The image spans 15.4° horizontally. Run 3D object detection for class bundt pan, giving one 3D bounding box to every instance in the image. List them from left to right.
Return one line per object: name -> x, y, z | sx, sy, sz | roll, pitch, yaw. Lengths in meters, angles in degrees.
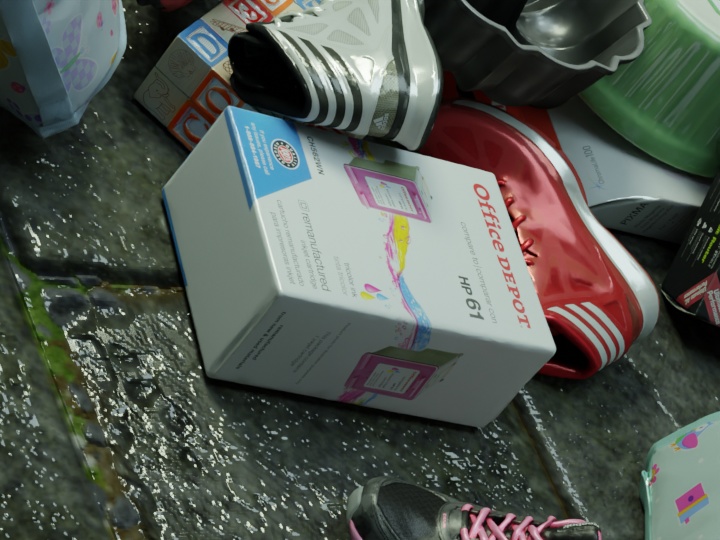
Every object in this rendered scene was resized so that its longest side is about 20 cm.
bundt pan -> 0.086, -0.186, 1.715 | 0.201, 0.076, 0.203 | 24, 42, -24

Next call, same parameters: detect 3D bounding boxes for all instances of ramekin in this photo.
ramekin -> 0.229, -0.171, 1.838 | 0.199, 0.098, 0.201 | 24, 38, -21

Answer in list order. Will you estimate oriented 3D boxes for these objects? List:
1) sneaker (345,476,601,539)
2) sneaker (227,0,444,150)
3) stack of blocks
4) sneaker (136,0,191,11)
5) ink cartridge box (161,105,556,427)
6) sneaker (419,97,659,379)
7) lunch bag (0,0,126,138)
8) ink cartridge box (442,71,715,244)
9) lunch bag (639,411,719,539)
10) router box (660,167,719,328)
sneaker -> 0.089, 0.157, 1.454 | 0.199, 0.095, 0.079 | 28, 40, -15
sneaker -> -0.024, -0.151, 1.585 | 0.115, 0.076, 0.201 | 9, 33, -18
stack of blocks -> -0.041, -0.124, 1.655 | 0.115, 0.059, 0.200 | 43, 36, 2
sneaker -> -0.085, -0.210, 1.637 | 0.201, 0.097, 0.071 | -69, 141, -75
ink cartridge box -> 0.000, 0.000, 1.543 | 0.199, 0.085, 0.145 | 13, 44, -34
sneaker -> 0.096, -0.018, 1.655 | 0.200, 0.078, 0.115 | 44, 35, 6
lunch bag -> -0.204, -0.198, 1.477 | 0.126, 0.170, 0.201 | -16, 51, 0
ink cartridge box -> 0.150, -0.103, 1.817 | 0.199, 0.057, 0.163 | 15, 44, -38
lunch bag -> 0.264, 0.161, 1.566 | 0.171, 0.199, 0.122 | -85, 162, -46
router box -> 0.312, -0.038, 1.768 | 0.149, 0.201, 0.062 | 22, 10, -23
